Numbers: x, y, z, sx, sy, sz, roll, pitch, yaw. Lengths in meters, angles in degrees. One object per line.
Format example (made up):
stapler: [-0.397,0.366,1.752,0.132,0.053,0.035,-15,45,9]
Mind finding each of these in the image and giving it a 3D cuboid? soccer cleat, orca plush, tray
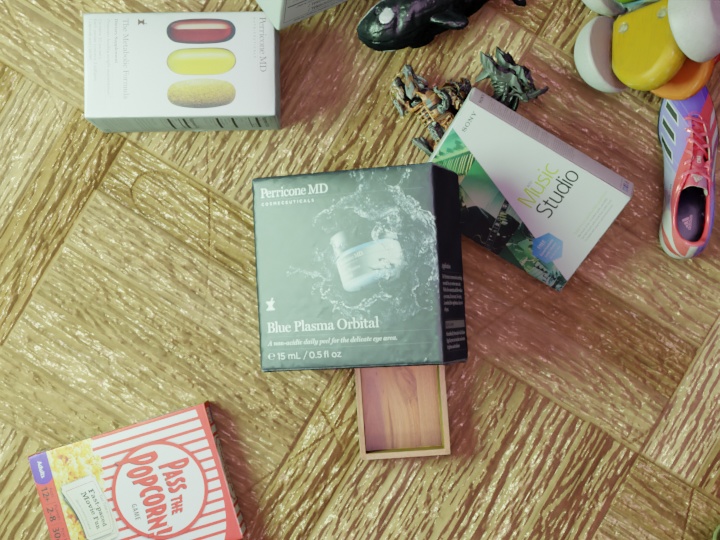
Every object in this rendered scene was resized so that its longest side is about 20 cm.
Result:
soccer cleat: [0.358,-0.114,1.411,0.068,0.073,0.202,3,87,1]
orca plush: [0.099,-0.271,1.398,0.199,0.106,0.071,-14,48,-27]
tray: [0.042,0.100,1.422,0.098,0.037,0.202,-4,89,-1]

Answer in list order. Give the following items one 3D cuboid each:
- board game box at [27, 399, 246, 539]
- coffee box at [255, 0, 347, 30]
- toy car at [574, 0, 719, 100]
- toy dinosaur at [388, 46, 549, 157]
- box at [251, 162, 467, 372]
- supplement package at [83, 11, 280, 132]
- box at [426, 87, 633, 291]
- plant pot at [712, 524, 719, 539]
board game box: [-0.239,0.241,1.409,0.198,0.046,0.153,-18,89,-1]
coffee box: [-0.044,-0.403,1.311,0.199,0.198,0.200,-27,69,-20]
toy car: [0.328,-0.277,1.386,0.149,0.174,0.202,13,73,-38]
toy dinosaur: [0.130,-0.165,1.416,0.199,0.102,0.136,29,111,-14]
box: [0.000,0.000,1.343,0.195,0.117,0.202,-4,87,17]
supplement package: [-0.185,-0.210,1.392,0.198,0.110,0.115,-1,89,-1]
box: [0.166,-0.083,1.384,0.199,0.036,0.145,31,125,-2]
plant pot: [0.468,0.371,1.361,0.185,0.187,0.202,-8,103,-1]
